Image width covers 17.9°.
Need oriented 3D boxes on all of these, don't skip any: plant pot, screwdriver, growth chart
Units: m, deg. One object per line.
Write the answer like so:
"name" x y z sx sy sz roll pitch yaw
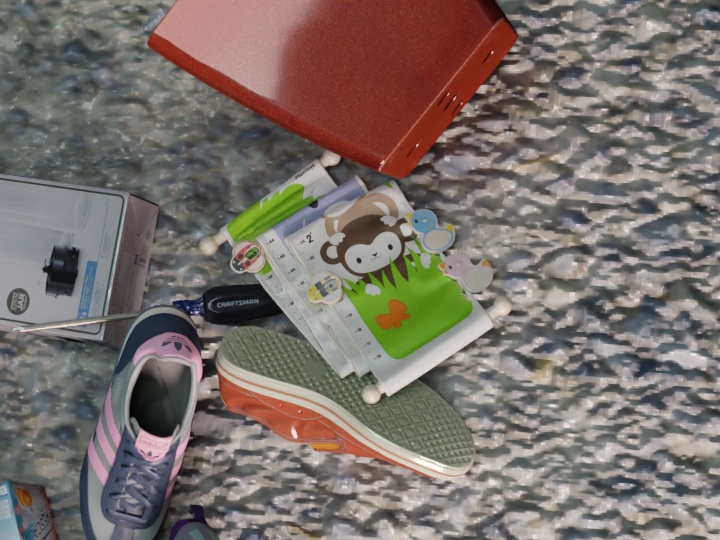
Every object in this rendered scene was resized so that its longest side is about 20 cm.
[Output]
"plant pot" -0.001 -0.173 1.598 0.176 0.200 0.200 40 96 8
"screwdriver" -0.153 0.028 1.654 0.199 0.028 0.029 -2 118 -12
"growth chart" 0.000 0.000 1.638 0.145 0.018 0.200 -41 67 -12

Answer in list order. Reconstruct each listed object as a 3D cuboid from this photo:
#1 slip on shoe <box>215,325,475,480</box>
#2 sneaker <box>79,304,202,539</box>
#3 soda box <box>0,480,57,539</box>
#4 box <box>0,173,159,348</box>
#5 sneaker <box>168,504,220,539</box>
"slip on shoe" -0.012 0.102 1.629 0.199 0.074 0.061 20 133 10
"sneaker" -0.159 0.128 1.632 0.070 0.082 0.201 8 105 -12
"soda box" -0.329 0.215 1.703 0.199 0.068 0.064 -19 77 13
"box" -0.262 -0.012 1.719 0.199 0.060 0.117 10 85 19
"sneaker" -0.154 0.267 1.657 0.200 0.074 0.088 -52 36 15
